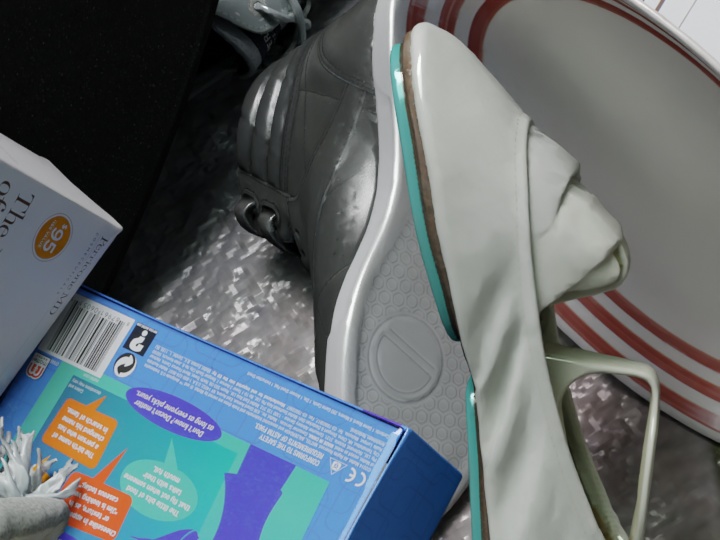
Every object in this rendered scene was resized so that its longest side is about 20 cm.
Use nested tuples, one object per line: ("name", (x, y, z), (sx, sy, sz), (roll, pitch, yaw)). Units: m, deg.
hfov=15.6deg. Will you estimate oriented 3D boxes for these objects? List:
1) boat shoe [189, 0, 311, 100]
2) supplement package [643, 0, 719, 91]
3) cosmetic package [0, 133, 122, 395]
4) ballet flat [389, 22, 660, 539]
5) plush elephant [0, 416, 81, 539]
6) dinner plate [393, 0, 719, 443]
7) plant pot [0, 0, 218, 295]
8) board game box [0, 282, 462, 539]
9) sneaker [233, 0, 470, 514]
("boat shoe", (-0.053, -0.102, 1.020), (0.200, 0.070, 0.072), (-30, 57, 2))
("supplement package", (0.150, -0.095, 0.836), (0.199, 0.152, 0.151), (31, 84, 39))
("cosmetic package", (-0.167, 0.043, 0.834), (0.051, 0.082, 0.201), (38, 94, 31))
("ballet flat", (0.056, 0.020, 0.791), (0.069, 0.202, 0.069), (-9, 13, 2))
("plush elephant", (-0.152, 0.114, 0.737), (0.164, 0.155, 0.202), (-2, 66, 29))
("dinner plate", (0.088, -0.022, 0.789), (0.024, 0.201, 0.200), (-43, 48, -19))
("plant pot", (-0.181, -0.065, 0.927), (0.199, 0.179, 0.199), (19, 19, 38))
("board game box", (-0.079, 0.119, 0.820), (0.151, 0.045, 0.201), (22, 77, 36))
("sneaker", (0.000, 0.000, 0.910), (0.099, 0.070, 0.202), (-21, 60, 53))
